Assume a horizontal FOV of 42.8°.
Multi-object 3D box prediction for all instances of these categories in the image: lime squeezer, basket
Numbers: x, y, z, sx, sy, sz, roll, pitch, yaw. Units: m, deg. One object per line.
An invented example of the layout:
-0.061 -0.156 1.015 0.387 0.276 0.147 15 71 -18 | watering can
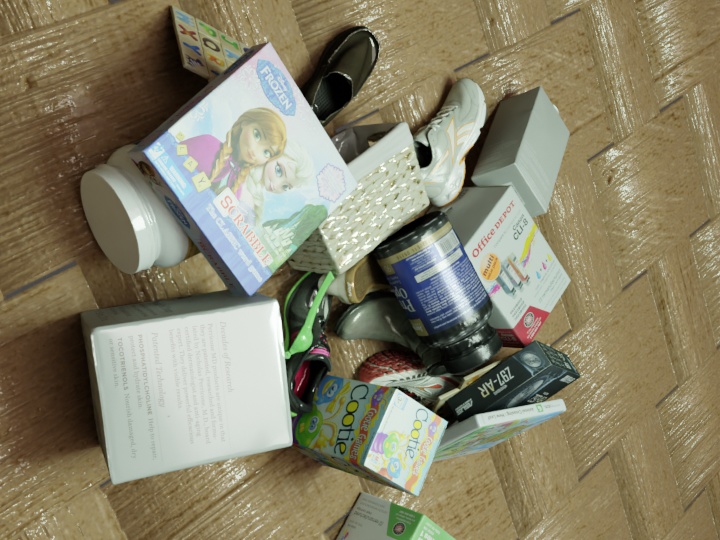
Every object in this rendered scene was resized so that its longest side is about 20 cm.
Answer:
-0.107 0.082 1.154 0.199 0.038 0.071 -29 109 0 | lime squeezer
-0.020 -0.096 1.217 0.200 0.135 0.124 -39 116 -29 | basket

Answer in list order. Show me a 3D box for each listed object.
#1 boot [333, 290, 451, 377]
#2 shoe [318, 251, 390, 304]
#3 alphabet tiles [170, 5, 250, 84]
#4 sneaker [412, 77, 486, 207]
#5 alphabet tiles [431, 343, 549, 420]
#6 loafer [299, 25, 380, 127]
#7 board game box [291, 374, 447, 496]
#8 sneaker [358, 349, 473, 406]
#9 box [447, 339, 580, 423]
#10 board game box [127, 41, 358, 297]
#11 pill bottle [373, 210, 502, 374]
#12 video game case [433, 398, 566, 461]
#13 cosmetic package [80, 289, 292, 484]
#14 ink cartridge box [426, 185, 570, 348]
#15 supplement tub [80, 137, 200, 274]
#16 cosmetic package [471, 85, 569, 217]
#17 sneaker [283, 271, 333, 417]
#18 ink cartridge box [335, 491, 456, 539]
0.071 0.094 1.292 0.199 0.131 0.068 -9 140 -38 | boot
0.000 0.000 1.257 0.200 0.053 0.071 -29 111 -67 | shoe
-0.146 -0.229 1.106 0.166 0.008 0.201 22 33 -37 | alphabet tiles
0.122 -0.203 1.365 0.092 0.075 0.202 23 76 -32 | sneaker
0.190 0.171 1.376 0.199 0.167 0.006 -23 65 -21 | alphabet tiles
-0.026 -0.254 1.245 0.073 0.071 0.201 45 65 -30 | loafer
-0.003 0.208 1.199 0.103 0.199 0.105 36 70 -33 | board game box
0.087 0.164 1.346 0.199 0.078 0.083 2 103 -32 | sneaker
0.234 0.177 1.378 0.044 0.160 0.200 59 15 23 | box
-0.120 -0.111 1.012 0.200 0.041 0.201 -48 120 -26 | board game box
0.108 0.031 1.230 0.112 0.112 0.201 -33 99 -32 | pill bottle
0.174 0.242 1.349 0.181 0.200 0.022 -3 65 -38 | video game case
-0.199 0.120 1.034 0.198 0.167 0.168 -9 97 -20 | cosmetic package
0.185 -0.007 1.374 0.146 0.144 0.200 -51 119 -24 | ink cartridge box
-0.205 -0.092 1.065 0.199 0.144 0.146 -29 109 -34 | supplement tub
0.252 -0.180 1.425 0.107 0.090 0.201 51 41 -26 | cosmetic package
-0.064 0.098 1.216 0.076 0.083 0.202 20 79 -46 | sneaker
0.020 0.425 1.259 0.084 0.144 0.201 43 67 -30 | ink cartridge box
